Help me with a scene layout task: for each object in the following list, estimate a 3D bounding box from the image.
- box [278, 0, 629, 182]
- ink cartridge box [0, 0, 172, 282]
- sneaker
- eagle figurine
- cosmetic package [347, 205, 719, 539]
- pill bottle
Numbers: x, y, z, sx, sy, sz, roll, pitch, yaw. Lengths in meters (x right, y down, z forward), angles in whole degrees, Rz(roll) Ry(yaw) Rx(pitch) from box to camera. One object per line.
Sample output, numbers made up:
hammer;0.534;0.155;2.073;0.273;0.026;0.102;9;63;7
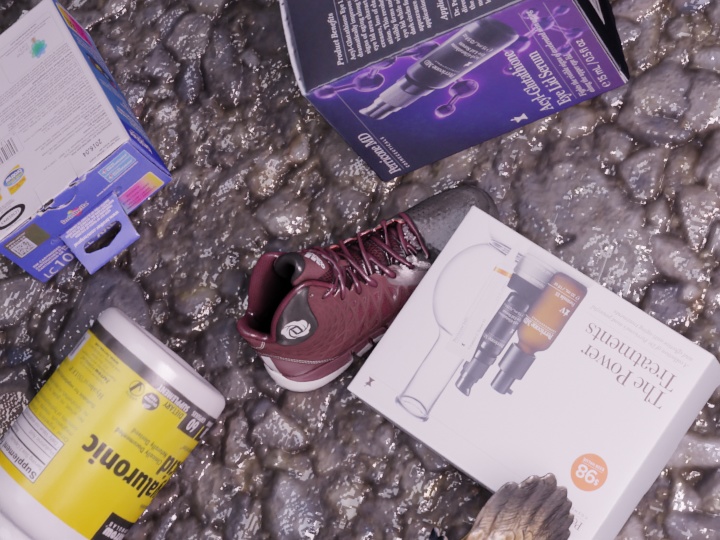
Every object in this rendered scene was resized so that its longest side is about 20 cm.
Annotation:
box;0.064;-0.166;1.449;0.198;0.148;0.105;-22;60;17
ink cartridge box;-0.237;-0.090;1.605;0.136;0.076;0.201;-37;55;7
sneaker;0.000;0.000;1.423;0.200;0.115;0.076;-40;56;5
eagle figurine;0.033;0.215;1.266;0.199;0.150;0.153;-24;50;35
cosmetic package;0.113;0.073;1.361;0.199;0.052;0.151;32;86;26
pill bottle;-0.195;0.135;1.461;0.111;0.111;0.201;37;87;34
